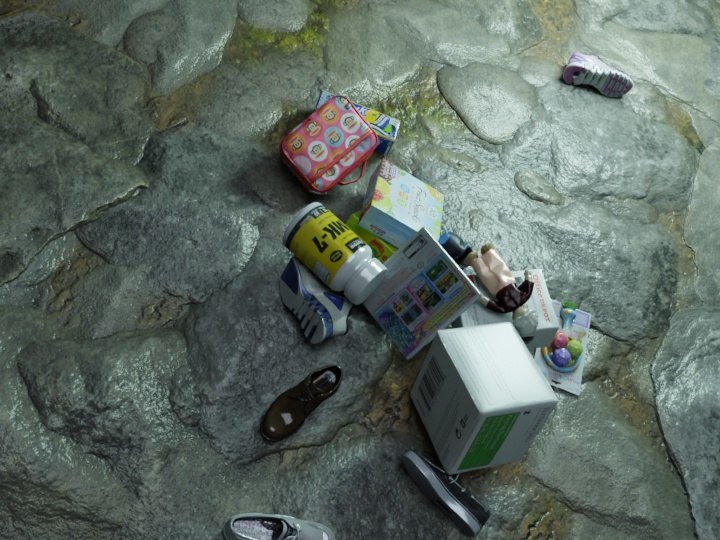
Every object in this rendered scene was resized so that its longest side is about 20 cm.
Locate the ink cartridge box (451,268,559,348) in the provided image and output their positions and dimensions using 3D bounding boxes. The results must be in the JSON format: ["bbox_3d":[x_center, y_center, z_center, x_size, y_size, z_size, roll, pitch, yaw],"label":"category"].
[{"bbox_3d":[0.289,0.084,1.594,0.198,0.084,0.145,-4,57,-8],"label":"ink cartridge box"}]

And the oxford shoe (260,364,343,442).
[{"bbox_3d":[-0.111,0.241,1.466,0.073,0.085,0.200,44,61,7],"label":"oxford shoe"}]

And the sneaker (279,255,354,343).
[{"bbox_3d":[-0.080,0.066,1.577,0.114,0.081,0.200,4,44,-41],"label":"sneaker"}]

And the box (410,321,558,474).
[{"bbox_3d":[0.225,0.239,1.468,0.170,0.200,0.201,-5,46,-24],"label":"box"}]

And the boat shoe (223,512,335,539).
[{"bbox_3d":[-0.137,0.457,1.353,0.198,0.069,0.073,17,59,-7],"label":"boat shoe"}]

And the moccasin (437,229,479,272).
[{"bbox_3d":[0.204,-0.026,1.648,0.068,0.200,0.081,35,95,18],"label":"moccasin"}]

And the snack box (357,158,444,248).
[{"bbox_3d":[0.092,-0.132,1.681,0.168,0.068,0.201,30,37,-11],"label":"snack box"}]

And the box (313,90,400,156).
[{"bbox_3d":[-0.013,-0.342,1.808,0.198,0.070,0.065,21,61,-6],"label":"box"}]

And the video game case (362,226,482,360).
[{"bbox_3d":[0.112,0.046,1.560,0.200,0.024,0.182,-42,74,11],"label":"video game case"}]

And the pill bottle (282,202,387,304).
[{"bbox_3d":[-0.049,-0.032,1.550,0.200,0.115,0.114,41,59,13],"label":"pill bottle"}]

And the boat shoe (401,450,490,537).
[{"bbox_3d":[0.165,0.405,1.467,0.199,0.074,0.068,44,64,8],"label":"boat shoe"}]

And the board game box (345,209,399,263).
[{"bbox_3d":[0.064,-0.050,1.668,0.200,0.048,0.101,44,32,8],"label":"board game box"}]

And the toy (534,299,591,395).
[{"bbox_3d":[0.448,0.157,1.700,0.114,0.047,0.201,20,59,-4],"label":"toy"}]

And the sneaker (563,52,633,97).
[{"bbox_3d":[0.647,-0.540,2.112,0.198,0.081,0.089,16,52,-7],"label":"sneaker"}]

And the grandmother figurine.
[{"bbox_3d":[0.291,0.039,1.543,0.121,0.061,0.201,-33,63,9],"label":"grandmother figurine"}]

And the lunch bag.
[{"bbox_3d":[-0.064,-0.265,1.717,0.200,0.082,0.176,-42,97,-10],"label":"lunch bag"}]
